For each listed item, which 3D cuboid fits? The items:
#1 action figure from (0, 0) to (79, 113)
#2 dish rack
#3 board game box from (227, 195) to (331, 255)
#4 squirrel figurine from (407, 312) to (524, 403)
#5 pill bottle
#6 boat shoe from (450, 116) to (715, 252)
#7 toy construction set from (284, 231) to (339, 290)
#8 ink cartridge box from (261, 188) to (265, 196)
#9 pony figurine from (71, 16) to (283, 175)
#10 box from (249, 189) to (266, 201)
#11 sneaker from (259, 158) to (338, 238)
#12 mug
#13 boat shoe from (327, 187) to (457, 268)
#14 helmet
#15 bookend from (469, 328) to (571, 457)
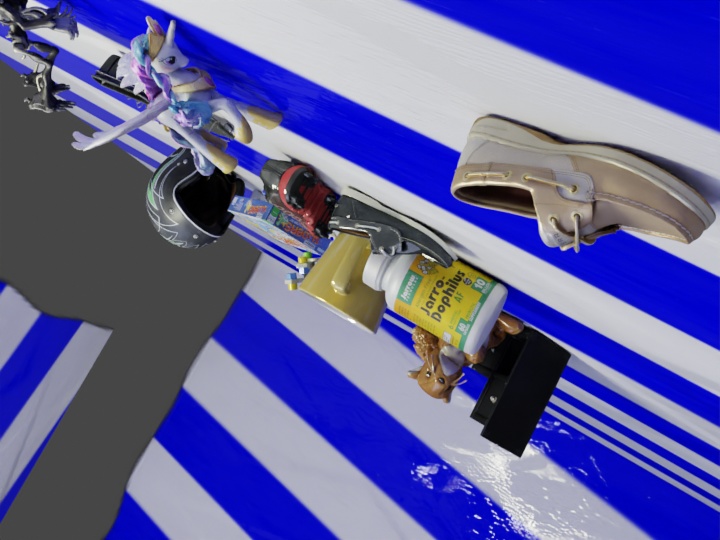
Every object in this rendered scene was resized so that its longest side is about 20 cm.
[{"bbox_3d":[-0.414,-0.316,1.119,0.120,0.100,0.203,-114,17,-50],"label":"action figure"},{"bbox_3d":[-0.286,-0.245,1.297,0.152,0.055,0.200,28,174,39],"label":"dish rack"},{"bbox_3d":[-0.152,-0.085,1.601,0.134,0.035,0.199,31,173,-28],"label":"board game box"},{"bbox_3d":[0.164,0.137,1.541,0.140,0.189,0.200,31,175,-9],"label":"squirrel figurine"},{"bbox_3d":[0.107,0.028,1.279,0.198,0.114,0.113,30,175,15],"label":"pill bottle"},{"bbox_3d":[0.146,-0.048,0.607,0.199,0.070,0.073,26,173,44],"label":"boat shoe"},{"bbox_3d":[-0.050,-0.010,1.657,0.129,0.094,0.200,-5,-163,22],"label":"toy construction set"},{"bbox_3d":[-0.112,-0.113,1.567,0.093,0.045,0.200,28,174,8],"label":"ink cartridge box"},{"bbox_3d":[-0.219,-0.197,1.015,0.191,0.169,0.199,-17,139,37],"label":"pony figurine"},{"bbox_3d":[-0.181,-0.116,1.968,0.143,0.037,0.200,31,175,1],"label":"box"},{"bbox_3d":[-0.095,-0.114,1.335,0.097,0.072,0.200,28,172,26],"label":"sneaker"},{"bbox_3d":[0.004,0.004,1.402,0.148,0.155,0.186,33,174,-23],"label":"mug"},{"bbox_3d":[0.045,-0.046,1.213,0.198,0.068,0.072,27,172,22],"label":"boat shoe"},{"bbox_3d":[-0.353,-0.146,1.806,0.198,0.193,0.200,30,175,3],"label":"helmet"},{"bbox_3d":[0.257,0.204,1.572,0.091,0.201,0.200,29,176,-17],"label":"bookend"}]
